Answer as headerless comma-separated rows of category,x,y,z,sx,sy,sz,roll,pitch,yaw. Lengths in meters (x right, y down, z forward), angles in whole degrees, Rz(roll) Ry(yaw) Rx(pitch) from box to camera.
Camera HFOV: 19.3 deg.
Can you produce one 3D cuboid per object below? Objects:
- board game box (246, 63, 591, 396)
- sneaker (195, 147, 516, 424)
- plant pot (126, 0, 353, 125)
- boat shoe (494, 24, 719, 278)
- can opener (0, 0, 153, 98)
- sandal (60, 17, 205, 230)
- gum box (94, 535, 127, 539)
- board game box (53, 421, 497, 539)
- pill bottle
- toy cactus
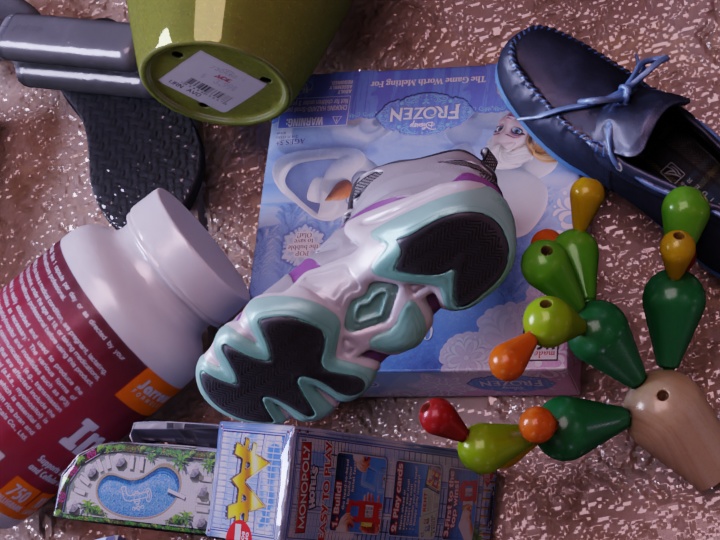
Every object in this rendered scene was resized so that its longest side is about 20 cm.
board game box,0.037,-0.025,1.251,0.198,0.043,0.201,-2,66,18
sneaker,0.000,0.000,1.174,0.199,0.078,0.140,-29,22,15
plant pot,-0.070,-0.196,1.281,0.186,0.187,0.201,0,63,18
boat shoe,0.167,-0.080,1.191,0.199,0.069,0.084,35,66,10
can opener,-0.202,-0.155,1.363,0.199,0.053,0.067,8,61,33
sandal,-0.141,-0.087,1.346,0.075,0.048,0.201,-30,47,4
gum box,-0.078,0.255,1.078,0.044,0.199,0.171,-20,44,60
board game box,-0.050,0.113,1.121,0.198,0.200,0.062,4,83,20
pill bottle,-0.166,0.048,1.234,0.200,0.113,0.113,-40,59,6
toy cactus,0.133,0.053,1.134,0.200,0.165,0.102,-49,15,-25
